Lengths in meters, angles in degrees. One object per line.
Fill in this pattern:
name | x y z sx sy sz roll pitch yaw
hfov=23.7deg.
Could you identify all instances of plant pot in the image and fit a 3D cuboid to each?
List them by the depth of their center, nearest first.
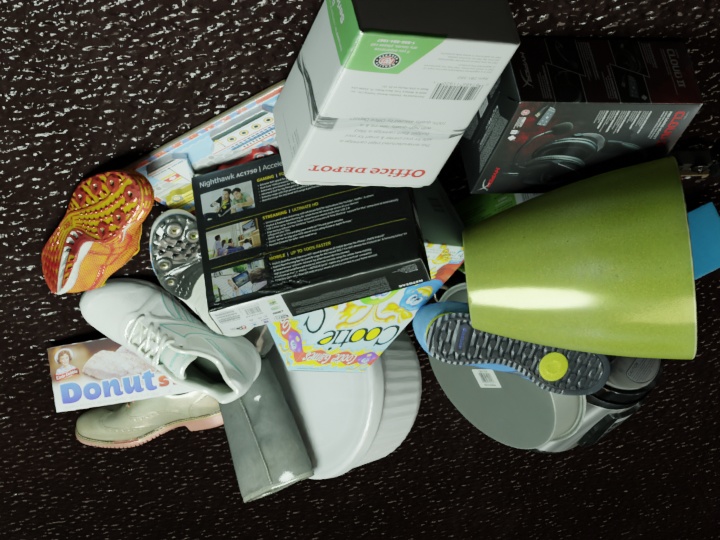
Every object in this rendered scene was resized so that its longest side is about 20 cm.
plant pot | 0.198 -0.001 1.579 0.200 0.187 0.187 -6 152 6

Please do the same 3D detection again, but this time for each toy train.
toy train | 0.318 -0.108 1.728 0.200 0.034 0.046 -4 163 -16

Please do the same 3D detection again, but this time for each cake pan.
cake pan | 0.145 0.105 1.784 0.037 0.200 0.200 -38 166 -31

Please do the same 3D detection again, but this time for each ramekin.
ramekin | -0.020 0.122 1.863 0.094 0.203 0.202 -2 153 -42

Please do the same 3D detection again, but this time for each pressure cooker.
pressure cooker | 0.239 0.094 1.916 0.178 0.176 0.200 11 144 -31

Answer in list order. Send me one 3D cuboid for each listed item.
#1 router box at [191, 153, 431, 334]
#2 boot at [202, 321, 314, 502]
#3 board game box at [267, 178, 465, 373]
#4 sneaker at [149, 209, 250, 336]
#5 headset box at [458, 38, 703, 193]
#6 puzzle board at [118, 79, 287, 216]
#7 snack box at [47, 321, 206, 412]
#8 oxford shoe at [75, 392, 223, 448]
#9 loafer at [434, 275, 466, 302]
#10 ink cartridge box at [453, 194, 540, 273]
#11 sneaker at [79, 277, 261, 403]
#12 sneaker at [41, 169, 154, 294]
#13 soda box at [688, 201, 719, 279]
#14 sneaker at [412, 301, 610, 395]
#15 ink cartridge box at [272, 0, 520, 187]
router box | -0.047 -0.038 1.563 0.200 0.149 0.051 -14 150 7
boot | -0.095 0.128 1.824 0.072 0.200 0.182 1 153 -43
board game box | 0.000 0.000 1.679 0.103 0.105 0.200 4 137 -42
sneaker | -0.159 -0.005 1.702 0.072 0.073 0.200 -25 144 4
headset box | 0.208 -0.140 1.581 0.200 0.077 0.149 0 150 -17
puzzle board | -0.105 -0.100 1.603 0.200 0.017 0.151 -26 149 24
snack box | -0.236 0.102 1.838 0.200 0.072 0.024 -10 179 14
oxford shoe | -0.242 0.150 1.978 0.200 0.071 0.074 -15 126 8
loafer | 0.152 0.071 1.823 0.063 0.200 0.072 -4 122 -38
ink cartridge box | 0.205 -0.031 1.779 0.148 0.076 0.200 -27 147 27
sneaker | -0.196 0.070 1.751 0.200 0.080 0.071 26 111 -3
sneaker | -0.238 -0.042 1.624 0.077 0.073 0.200 -11 163 -36
soda box | 0.291 0.002 1.806 0.200 0.068 0.064 -25 176 -8
sneaker | 0.147 0.069 1.674 0.200 0.078 0.066 14 102 -13
ink cartridge box | 0.024 -0.162 1.455 0.146 0.084 0.200 1 147 -24
